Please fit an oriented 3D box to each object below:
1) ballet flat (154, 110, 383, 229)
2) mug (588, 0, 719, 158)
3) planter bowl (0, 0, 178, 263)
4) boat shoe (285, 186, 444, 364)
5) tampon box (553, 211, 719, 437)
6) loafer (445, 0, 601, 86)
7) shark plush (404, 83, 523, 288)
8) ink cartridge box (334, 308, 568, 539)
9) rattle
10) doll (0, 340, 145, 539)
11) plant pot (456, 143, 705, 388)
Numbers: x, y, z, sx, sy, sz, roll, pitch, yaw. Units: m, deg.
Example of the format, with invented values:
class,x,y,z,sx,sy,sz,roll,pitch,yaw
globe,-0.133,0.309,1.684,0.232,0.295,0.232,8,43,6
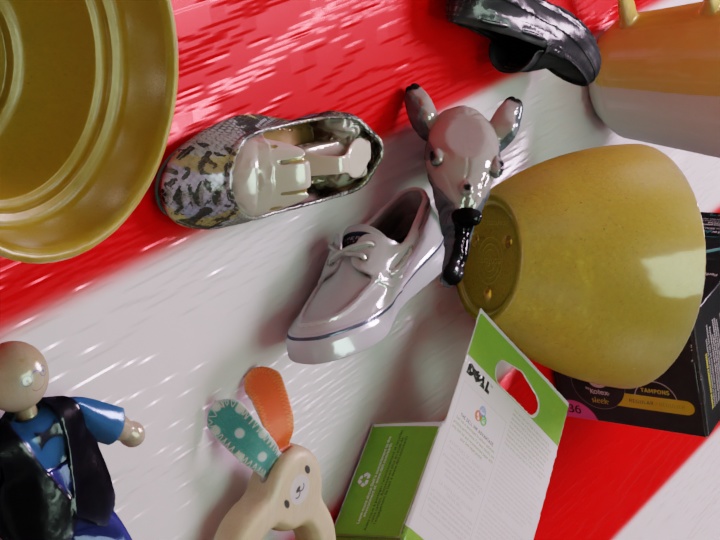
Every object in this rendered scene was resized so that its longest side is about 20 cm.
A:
class,x,y,z,sx,sy,sz,roll,pitch,yaw
ballet flat,-0.049,-0.070,1.084,0.200,0.072,0.073,-20,112,-53
mug,0.294,-0.195,1.498,0.149,0.152,0.189,-10,103,-54
planter bowl,-0.189,-0.108,0.855,0.200,0.083,0.203,-12,104,-54
boat shoe,0.000,0.000,1.176,0.200,0.073,0.066,-47,128,-55
tampon box,0.285,0.044,1.525,0.200,0.149,0.127,-40,126,-46
loafer,0.130,-0.191,1.336,0.200,0.068,0.071,28,80,-49
shark plush,0.083,-0.058,1.224,0.201,0.090,0.084,-101,-165,-49
ink cartridge box,0.076,0.155,1.279,0.148,0.075,0.201,44,54,-36
rattle,-0.030,0.179,1.096,0.129,0.142,0.202,2,100,-37
doll,-0.172,0.130,0.949,0.136,0.048,0.202,-36,118,-37
plant pot,0.159,-0.007,1.324,0.141,0.200,0.202,3,93,-28
